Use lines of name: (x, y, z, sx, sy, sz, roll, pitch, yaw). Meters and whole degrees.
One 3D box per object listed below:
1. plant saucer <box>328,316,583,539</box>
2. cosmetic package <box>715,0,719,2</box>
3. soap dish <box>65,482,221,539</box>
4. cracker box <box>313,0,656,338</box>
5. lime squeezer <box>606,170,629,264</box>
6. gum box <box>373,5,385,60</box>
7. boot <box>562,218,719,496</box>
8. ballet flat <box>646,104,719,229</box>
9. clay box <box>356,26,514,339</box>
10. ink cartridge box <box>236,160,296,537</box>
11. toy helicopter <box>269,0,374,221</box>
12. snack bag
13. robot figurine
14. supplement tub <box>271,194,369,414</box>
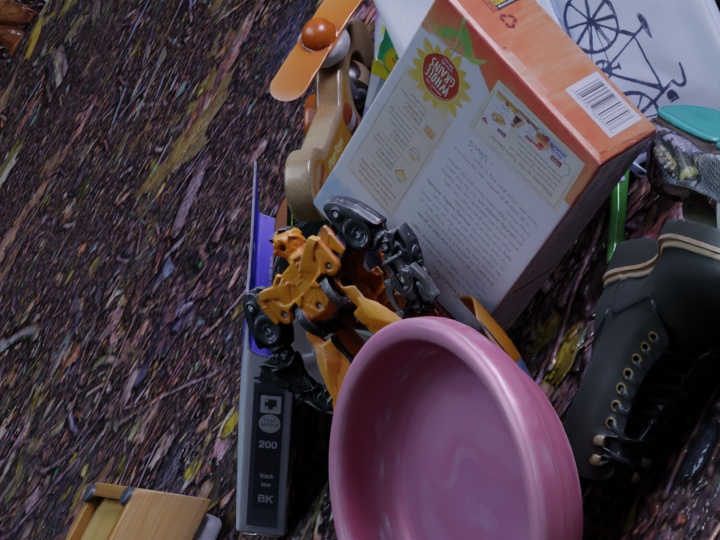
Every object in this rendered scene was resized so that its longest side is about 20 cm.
plant saucer: (0.055, 0.123, 1.361, 0.200, 0.051, 0.201, 16, 109, 56)
cosmetic package: (0.244, -0.264, 1.538, 0.200, 0.071, 0.105, -60, 17, 3)
soap dish: (-0.196, 0.254, 1.954, 0.200, 0.081, 0.157, -63, 17, -11)
cracker box: (0.067, -0.059, 1.447, 0.058, 0.134, 0.200, -30, -17, -40)
lime squeezer: (0.150, -0.077, 1.568, 0.071, 0.038, 0.200, -54, 19, 20)
gum box: (0.072, -0.130, 1.643, 0.113, 0.066, 0.201, -8, 73, 34)
boot: (0.158, 0.054, 1.292, 0.200, 0.077, 0.139, 138, 154, -80)
ballet flat: (0.204, -0.043, 1.335, 0.072, 0.072, 0.200, -60, 17, 2)
clay box: (0.052, -0.049, 1.558, 0.048, 0.115, 0.201, -22, -53, -64)
ink cartridge box: (-0.065, 0.053, 1.819, 0.198, 0.043, 0.201, -91, 3, -60)
toy helicopter: (-0.017, -0.103, 1.652, 0.079, 0.133, 0.200, -4, 31, 16)
snack bag: (0.116, -0.136, 1.471, 0.200, 0.189, 0.021, -23, 0, 28)
robot figurine: (0.021, 0.050, 1.462, 0.145, 0.200, 0.058, -46, -9, 37)
supplement tub: (0.000, 0.000, 1.729, 0.123, 0.122, 0.200, -52, 19, 26)
